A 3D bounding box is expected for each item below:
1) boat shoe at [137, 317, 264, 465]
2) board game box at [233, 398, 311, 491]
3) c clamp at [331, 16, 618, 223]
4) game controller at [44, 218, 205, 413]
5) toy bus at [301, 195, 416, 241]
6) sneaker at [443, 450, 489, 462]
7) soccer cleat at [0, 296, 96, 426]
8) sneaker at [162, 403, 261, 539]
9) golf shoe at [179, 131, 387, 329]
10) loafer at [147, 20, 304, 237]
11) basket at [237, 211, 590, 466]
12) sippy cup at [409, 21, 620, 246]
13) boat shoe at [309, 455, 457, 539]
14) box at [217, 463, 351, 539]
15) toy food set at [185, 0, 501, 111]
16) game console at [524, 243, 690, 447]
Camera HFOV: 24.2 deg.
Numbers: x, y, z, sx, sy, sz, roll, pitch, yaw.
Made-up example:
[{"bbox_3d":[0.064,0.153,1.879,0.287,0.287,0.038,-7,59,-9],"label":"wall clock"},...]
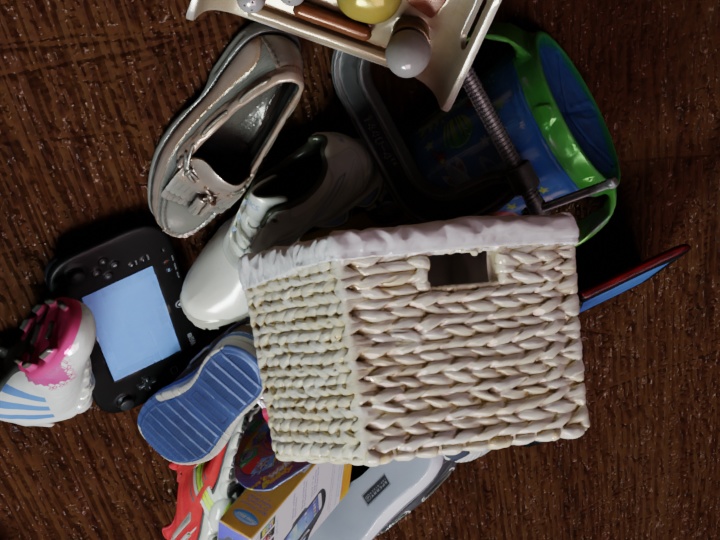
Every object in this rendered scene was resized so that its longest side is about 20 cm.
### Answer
[{"bbox_3d":[-0.115,0.098,1.396,0.072,0.072,0.200,46,137,-7],"label":"boat shoe"},{"bbox_3d":[-0.037,0.096,1.389,0.199,0.158,0.039,-35,111,13],"label":"board game box"},{"bbox_3d":[0.073,-0.113,1.242,0.170,0.027,0.201,-29,99,37],"label":"c clamp"},{"bbox_3d":[-0.188,0.039,1.372,0.104,0.042,0.201,-18,139,-6],"label":"game controller"},{"bbox_3d":[0.000,0.000,1.386,0.199,0.079,0.065,-22,139,-6],"label":"toy bus"},{"bbox_3d":[0.094,0.094,1.454,0.198,0.080,0.129,21,127,-43],"label":"sneaker"},{"bbox_3d":[-0.237,0.076,1.328,0.086,0.070,0.200,24,151,-24],"label":"soccer cleat"},{"bbox_3d":[-0.133,0.178,1.521,0.077,0.085,0.201,-8,123,-57],"label":"sneaker"},{"bbox_3d":[-0.077,-0.039,1.304,0.200,0.078,0.097,-44,152,9],"label":"golf shoe"},{"bbox_3d":[-0.102,-0.093,1.255,0.071,0.063,0.201,10,129,-33],"label":"loafer"},{"bbox_3d":[0.036,0.051,1.223,0.197,0.162,0.200,-5,178,-24],"label":"basket"},{"bbox_3d":[0.115,-0.097,1.310,0.130,0.179,0.139,-27,170,21],"label":"sippy cup"},{"bbox_3d":[0.019,0.224,1.650,0.200,0.070,0.066,-46,147,23],"label":"boat shoe"},{"bbox_3d":[-0.074,0.221,1.533,0.200,0.041,0.120,-44,154,-39],"label":"box"},{"bbox_3d":[-0.006,-0.200,1.150,0.198,0.061,0.144,18,127,-9],"label":"toy food set"},{"bbox_3d":[0.207,0.070,1.468,0.118,0.174,0.200,6,171,0],"label":"game console"}]
